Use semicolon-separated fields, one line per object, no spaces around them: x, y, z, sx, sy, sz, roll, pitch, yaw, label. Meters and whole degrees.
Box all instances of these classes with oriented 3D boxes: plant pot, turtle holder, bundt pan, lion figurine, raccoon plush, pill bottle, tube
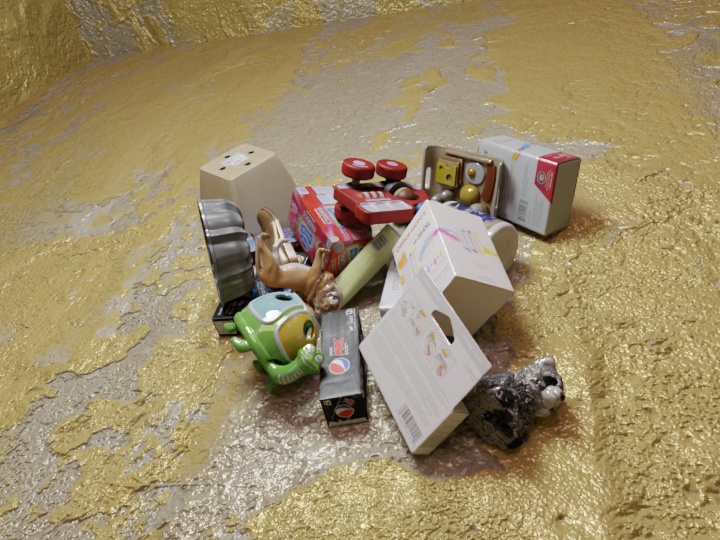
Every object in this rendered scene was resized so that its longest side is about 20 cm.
-0.263;-0.178;1.386;0.198;0.180;0.199;24;50;39;plant pot
-0.134;0.107;0.972;0.131;0.142;0.185;-37;7;-10;turtle holder
-0.248;-0.041;1.111;0.074;0.206;0.203;-13;34;-16;bundt pan
-0.121;0.010;1.086;0.196;0.125;0.072;15;1;1;lion figurine
0.199;0.164;0.864;0.133;0.099;0.198;-30;38;-35;raccoon plush
0.197;-0.068;1.148;0.110;0.113;0.199;-32;40;-25;pill bottle
0.000;0.000;1.124;0.200;0.052;0.058;-46;-6;11;tube

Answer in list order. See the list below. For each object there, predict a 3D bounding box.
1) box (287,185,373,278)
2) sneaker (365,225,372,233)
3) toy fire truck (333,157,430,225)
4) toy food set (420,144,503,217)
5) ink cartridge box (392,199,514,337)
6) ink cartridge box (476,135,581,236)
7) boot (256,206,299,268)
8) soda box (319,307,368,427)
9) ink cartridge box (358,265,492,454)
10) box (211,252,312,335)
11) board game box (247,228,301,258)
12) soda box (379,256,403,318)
-0.066;-0.082;1.217;0.098;0.097;0.201;-8;42;-29;box
-0.028;-0.126;1.309;0.076;0.093;0.199;-17;34;-28;sneaker
0.049;-0.134;1.135;0.196;0.114;0.168;-6;32;-34;toy fire truck
0.208;-0.175;1.250;0.198;0.147;0.060;24;31;39;toy food set
0.146;-0.010;1.002;0.123;0.129;0.203;13;41;-28;ink cartridge box
0.334;-0.181;1.214;0.082;0.149;0.199;-18;34;-32;ink cartridge box
-0.185;-0.054;1.189;0.074;0.074;0.201;-21;49;-11;boot
-0.028;0.152;0.969;0.069;0.064;0.202;-10;36;5;soda box
0.095;0.127;0.858;0.044;0.177;0.201;17;30;-40;ink cartridge box
-0.189;0.042;1.180;0.155;0.047;0.202;-4;37;13;box
-0.186;-0.062;1.288;0.197;0.020;0.102;-15;25;-28;board game box
0.084;0.029;1.092;0.062;0.069;0.202;-1;37;16;soda box
